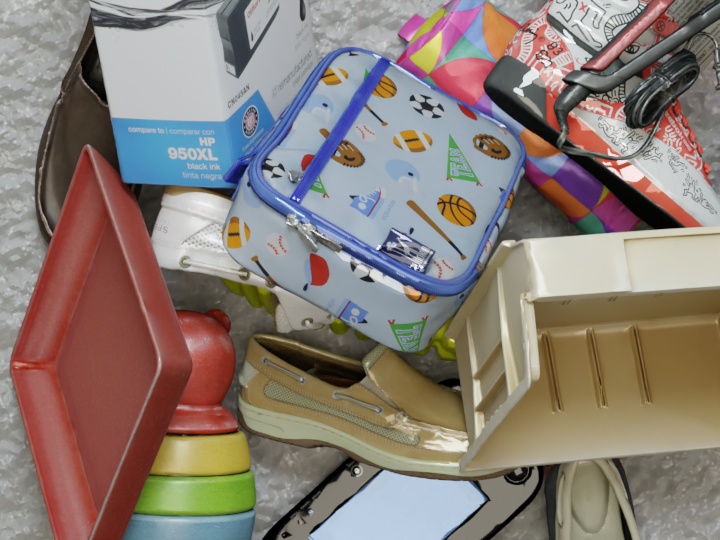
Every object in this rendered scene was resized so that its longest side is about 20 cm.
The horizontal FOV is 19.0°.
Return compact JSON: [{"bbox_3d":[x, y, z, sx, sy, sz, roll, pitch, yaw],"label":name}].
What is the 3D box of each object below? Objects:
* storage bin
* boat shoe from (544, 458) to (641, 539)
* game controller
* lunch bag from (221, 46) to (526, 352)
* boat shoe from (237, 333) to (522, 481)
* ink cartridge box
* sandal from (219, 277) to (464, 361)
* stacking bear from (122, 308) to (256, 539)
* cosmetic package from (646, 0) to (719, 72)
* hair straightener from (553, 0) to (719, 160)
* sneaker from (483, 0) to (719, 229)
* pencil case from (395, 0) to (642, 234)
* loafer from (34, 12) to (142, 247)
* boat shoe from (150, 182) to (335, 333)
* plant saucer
[{"bbox_3d":[0.170,0.044,1.300,0.199,0.199,0.094,-4,71,-11],"label":"storage bin"},{"bbox_3d":[0.167,0.207,1.455,0.071,0.063,0.201,-12,99,-2],"label":"boat shoe"},{"bbox_3d":[0.026,0.167,1.455,0.200,0.042,0.104,-42,97,3],"label":"game controller"},{"bbox_3d":[0.007,-0.048,1.295,0.160,0.200,0.076,31,127,0],"label":"lunch bag"},{"bbox_3d":[0.013,0.083,1.402,0.199,0.072,0.077,9,113,12],"label":"boat shoe"},{"bbox_3d":[-0.098,-0.171,1.316,0.084,0.145,0.201,4,121,22],"label":"ink cartridge box"},{"bbox_3d":[0.000,0.000,1.421,0.199,0.079,0.088,14,80,-6],"label":"sandal"},{"bbox_3d":[-0.122,0.124,1.404,0.121,0.114,0.201,0,92,-32],"label":"stacking bear"},{"bbox_3d":[0.170,-0.225,1.371,0.200,0.071,0.105,38,132,-7],"label":"cosmetic package"},{"bbox_3d":[0.196,-0.132,1.291,0.200,0.041,0.077,-42,93,-11],"label":"hair straightener"},{"bbox_3d":[0.184,-0.098,1.338,0.201,0.067,0.108,37,84,-5],"label":"sneaker"},{"bbox_3d":[0.112,-0.102,1.400,0.200,0.088,0.088,41,95,-6],"label":"pencil case"},{"bbox_3d":[-0.170,-0.104,1.397,0.073,0.071,0.201,12,97,-3],"label":"loafer"},{"bbox_3d":[-0.037,0.007,1.347,0.199,0.071,0.070,20,90,-4],"label":"boat shoe"},{"bbox_3d":[-0.161,0.059,1.338,0.037,0.200,0.201,4,131,-27],"label":"plant saucer"}]
